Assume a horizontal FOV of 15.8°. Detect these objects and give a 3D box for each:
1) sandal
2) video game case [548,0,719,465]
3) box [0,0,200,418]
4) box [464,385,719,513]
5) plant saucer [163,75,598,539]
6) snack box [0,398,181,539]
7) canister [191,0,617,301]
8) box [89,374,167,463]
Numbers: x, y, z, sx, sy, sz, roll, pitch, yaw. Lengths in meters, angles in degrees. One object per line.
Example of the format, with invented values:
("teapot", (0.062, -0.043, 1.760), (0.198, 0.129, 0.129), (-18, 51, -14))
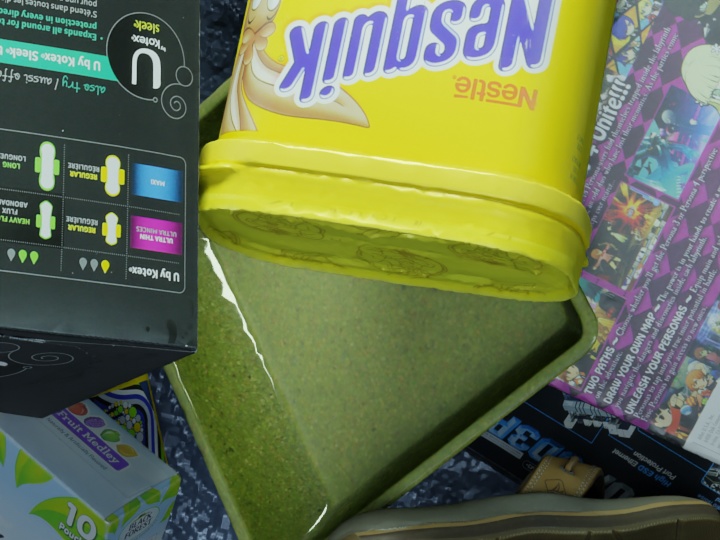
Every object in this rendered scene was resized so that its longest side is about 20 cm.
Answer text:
("sandal", (0.069, 0.107, 1.079), (0.199, 0.054, 0.080), (4, 140, -30))
("video game case", (0.159, -0.023, 1.079), (0.180, 0.036, 0.201), (24, 107, -4))
("box", (-0.144, -0.058, 0.984), (0.124, 0.148, 0.202), (7, 75, -29))
("box", (0.127, 0.034, 1.141), (0.199, 0.046, 0.160), (31, 104, -5))
("plant saucer", (0.000, 0.000, 1.087), (0.200, 0.048, 0.201), (-40, 64, 29))
("snack box", (-0.177, 0.089, 1.111), (0.200, 0.053, 0.143), (37, 127, 22))
("canister", (0.027, -0.101, 0.988), (0.147, 0.087, 0.201), (8, 77, 13))
("box", (-0.146, 0.009, 1.133), (0.070, 0.064, 0.201), (1, 109, 42))
